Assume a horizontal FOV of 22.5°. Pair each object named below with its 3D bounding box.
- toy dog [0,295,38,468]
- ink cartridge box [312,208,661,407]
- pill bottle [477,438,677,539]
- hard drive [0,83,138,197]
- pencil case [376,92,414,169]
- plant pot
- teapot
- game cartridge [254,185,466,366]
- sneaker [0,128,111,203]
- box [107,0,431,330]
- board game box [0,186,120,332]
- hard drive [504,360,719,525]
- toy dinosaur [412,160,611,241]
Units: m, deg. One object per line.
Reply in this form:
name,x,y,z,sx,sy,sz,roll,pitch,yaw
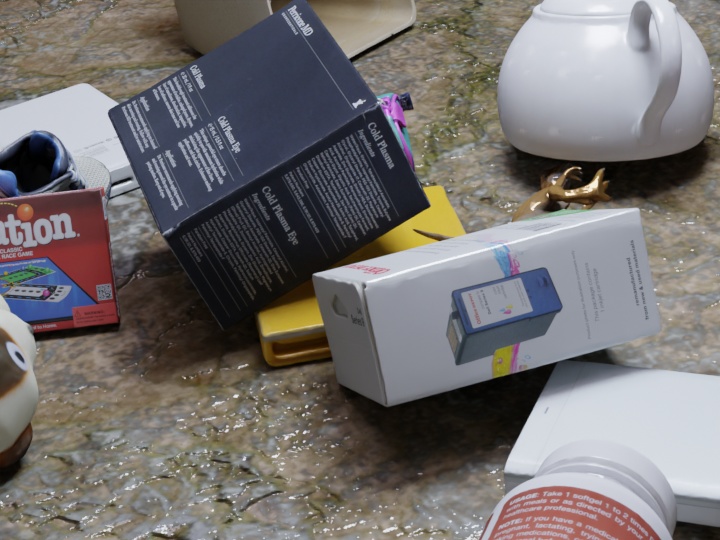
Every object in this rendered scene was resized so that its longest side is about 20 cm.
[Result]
toy dog,-0.310,0.065,1.227,0.198,0.141,0.195,6,44,23
ink cartridge box,0.081,0.021,1.226,0.198,0.089,0.145,-13,5,-14
pill bottle,0.105,0.179,0.951,0.111,0.113,0.200,5,31,21
hard drive,-0.262,-0.114,1.652,0.131,0.027,0.200,-22,32,-26
pencil case,-0.054,-0.101,1.514,0.197,0.093,0.086,-5,40,6
plant pot,-0.089,-0.311,1.815,0.176,0.202,0.199,6,29,44
teapot,0.205,-0.179,1.510,0.198,0.148,0.197,8,20,30
game cartridge,0.000,0.000,1.389,0.174,0.033,0.200,-10,26,-5
sneaker,-0.252,-0.070,1.460,0.077,0.085,0.200,44,25,11
box,-0.072,-0.085,1.366,0.181,0.105,0.200,-31,37,0
board game box,-0.287,0.000,1.373,0.197,0.104,0.019,-7,5,0
hard drive,0.204,0.109,1.132,0.198,0.027,0.132,5,31,22
toy dinosaur,0.137,-0.037,1.407,0.105,0.061,0.200,-7,13,32
